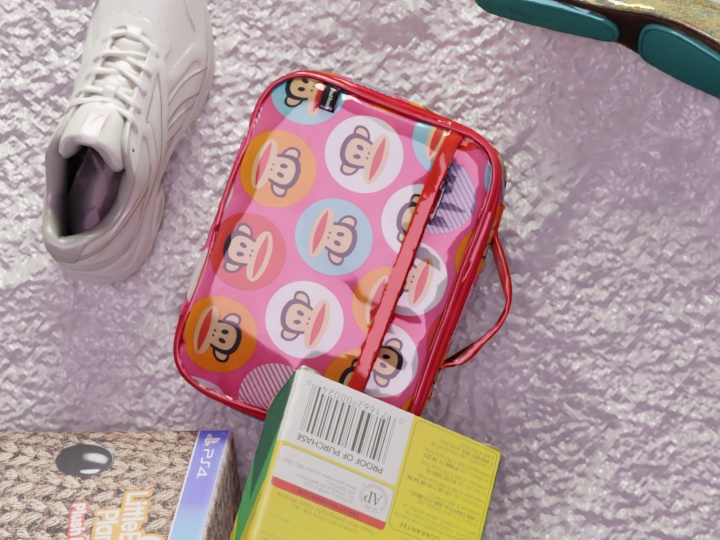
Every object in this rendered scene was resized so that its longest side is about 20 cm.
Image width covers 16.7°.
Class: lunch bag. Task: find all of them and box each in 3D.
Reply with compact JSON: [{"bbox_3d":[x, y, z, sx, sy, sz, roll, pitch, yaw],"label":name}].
[{"bbox_3d":[0.000,0.000,1.397,0.175,0.082,0.201,21,93,4],"label":"lunch bag"}]

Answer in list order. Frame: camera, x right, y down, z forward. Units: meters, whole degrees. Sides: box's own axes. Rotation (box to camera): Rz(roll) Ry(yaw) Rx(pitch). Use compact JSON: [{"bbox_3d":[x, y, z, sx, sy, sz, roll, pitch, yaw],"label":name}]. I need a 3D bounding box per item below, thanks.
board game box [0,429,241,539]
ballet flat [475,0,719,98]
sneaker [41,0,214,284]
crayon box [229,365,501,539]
[{"bbox_3d":[-0.174,0.173,1.362,0.198,0.160,0.098,-1,121,7],"label":"board game box"},{"bbox_3d":[0.161,-0.152,1.384,0.199,0.071,0.071,21,92,8],"label":"ballet flat"},{"bbox_3d":[-0.136,-0.090,1.403,0.077,0.099,0.202,11,90,8],"label":"sneaker"},{"bbox_3d":[-0.009,0.166,1.296,0.126,0.051,0.201,24,58,-11],"label":"crayon box"}]
